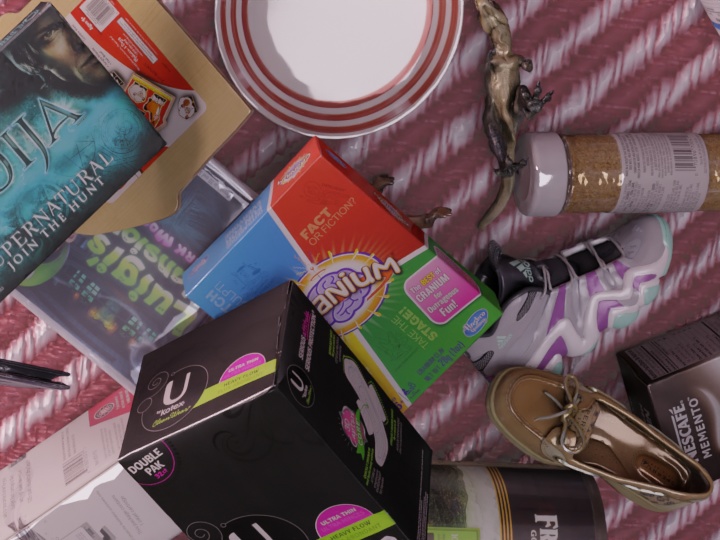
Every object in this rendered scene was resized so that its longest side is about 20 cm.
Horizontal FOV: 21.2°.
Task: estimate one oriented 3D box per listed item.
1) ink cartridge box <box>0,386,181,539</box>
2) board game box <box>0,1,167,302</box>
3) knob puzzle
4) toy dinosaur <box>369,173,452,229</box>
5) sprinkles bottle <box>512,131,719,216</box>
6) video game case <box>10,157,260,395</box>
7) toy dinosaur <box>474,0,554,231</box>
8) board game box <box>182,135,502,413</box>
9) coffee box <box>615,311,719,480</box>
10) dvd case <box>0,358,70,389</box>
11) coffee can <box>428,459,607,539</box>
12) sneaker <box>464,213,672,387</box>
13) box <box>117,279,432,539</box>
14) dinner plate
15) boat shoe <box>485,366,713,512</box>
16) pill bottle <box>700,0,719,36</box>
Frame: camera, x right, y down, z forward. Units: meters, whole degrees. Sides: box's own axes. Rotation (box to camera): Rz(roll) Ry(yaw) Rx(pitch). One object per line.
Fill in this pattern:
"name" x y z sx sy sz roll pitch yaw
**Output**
"ink cartridge box" -0.232 0.192 1.505 0.199 0.147 0.083 -34 109 0
"board game box" -0.251 -0.073 1.358 0.200 0.028 0.135 -45 114 -13
"knob puzzle" -0.202 -0.116 1.443 0.218 0.030 0.222 1 96 13
"toy dinosaur" 0.000 0.000 1.538 0.198 0.086 0.137 1 114 -8
"sprinkles bottle" 0.226 -0.079 1.572 0.198 0.068 0.069 -1 108 -13
"video game case" -0.188 -0.032 1.483 0.200 0.023 0.182 39 96 -6
"toy dinosaur" 0.116 -0.118 1.522 0.047 0.088 0.202 -4 108 -13
"board game box" -0.013 0.018 1.472 0.200 0.040 0.153 39 103 -23
"coffee box" 0.333 0.096 1.649 0.199 0.080 0.114 -22 112 -6
"dvd case" -0.330 0.066 1.394 0.148 0.199 0.016 17 77 -50
"coffee can" 0.087 0.230 1.596 0.198 0.146 0.148 3 107 -14
"sneaker" 0.154 0.006 1.563 0.200 0.078 0.140 -47 126 3
"box" -0.059 0.139 1.437 0.148 0.125 0.200 -26 120 22
"dinner plate" -0.017 -0.203 1.497 0.198 0.024 0.202 -4 109 -13
"boat shoe" 0.195 0.132 1.552 0.199 0.063 0.074 25 74 -16
"pill bottle" 0.315 -0.245 1.518 0.112 0.112 0.201 -35 113 -1
